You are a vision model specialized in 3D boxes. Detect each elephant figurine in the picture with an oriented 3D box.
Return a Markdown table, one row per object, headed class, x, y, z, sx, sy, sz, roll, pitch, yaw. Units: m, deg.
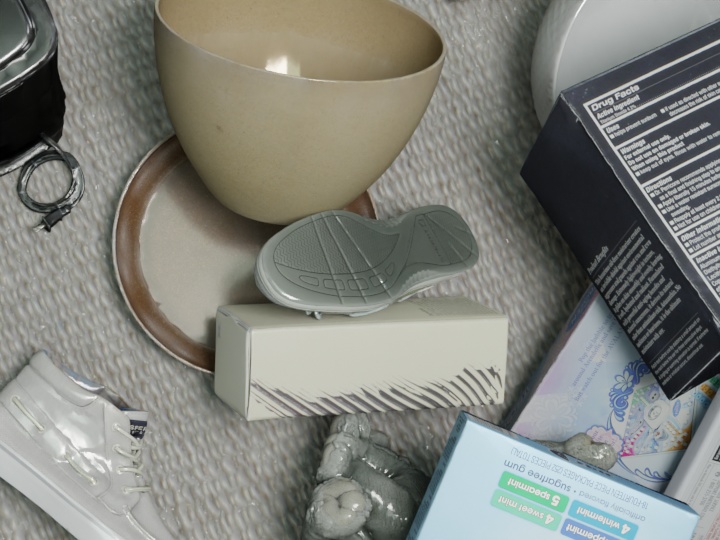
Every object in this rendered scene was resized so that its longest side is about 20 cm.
| class | x | y | z | sx | sy | sz | roll | pitch | yaw |
| --- | --- | --- | --- | --- | --- | --- | --- | --- | --- |
| elephant figurine | 0.062 | 0.185 | 1.128 | 0.200 | 0.155 | 0.142 | 15 | 60 | 2 |

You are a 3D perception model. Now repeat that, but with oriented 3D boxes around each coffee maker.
| class | x | y | z | sx | sy | sz | roll | pitch | yaw |
| --- | --- | --- | --- | --- | --- | --- | --- | --- | --- |
| coffee maker | -0.256 | -0.138 | 1.082 | 0.192 | 0.200 | 0.135 | 37 | 81 | -4 |

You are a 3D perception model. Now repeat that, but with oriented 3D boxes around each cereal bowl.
| class | x | y | z | sx | sy | sz | roll | pitch | yaw |
| --- | --- | --- | --- | --- | --- | --- | --- | --- | --- |
| cereal bowl | 0.212 | -0.162 | 1.200 | 0.200 | 0.083 | 0.200 | -10 | 116 | -21 |

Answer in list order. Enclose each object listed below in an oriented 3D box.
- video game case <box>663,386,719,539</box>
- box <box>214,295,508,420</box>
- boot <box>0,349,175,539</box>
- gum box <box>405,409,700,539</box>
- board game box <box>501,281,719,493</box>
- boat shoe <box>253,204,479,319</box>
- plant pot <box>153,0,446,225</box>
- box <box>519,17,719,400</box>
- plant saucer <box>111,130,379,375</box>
| class | x | y | z | sx | sy | sz | roll | pitch | yaw |
| --- | --- | --- | --- | --- | --- | --- | --- | --- | --- |
| video game case | 0.305 | 0.178 | 1.148 | 0.182 | 0.022 | 0.200 | 16 | 113 | -15 |
| box | 0.001 | 0.061 | 1.136 | 0.200 | 0.082 | 0.068 | -2 | 101 | -21 |
| boot | -0.176 | 0.143 | 1.129 | 0.200 | 0.074 | 0.096 | 37 | 87 | -3 |
| gum box | 0.107 | 0.219 | 1.056 | 0.170 | 0.045 | 0.200 | 23 | 93 | -3 |
| board game box | 0.218 | 0.120 | 1.167 | 0.199 | 0.043 | 0.200 | 28 | 109 | -6 |
| boat shoe | 0.000 | -0.002 | 1.120 | 0.202 | 0.065 | 0.074 | -15 | 72 | -47 |
| plant pot | -0.049 | -0.111 | 1.104 | 0.200 | 0.200 | 0.135 | 5 | 119 | -8 |
| box | 0.251 | -0.053 | 1.079 | 0.200 | 0.123 | 0.199 | -25 | 74 | -19 |
| plant saucer | -0.085 | -0.019 | 1.183 | 0.200 | 0.032 | 0.200 | 1 | 85 | -9 |
